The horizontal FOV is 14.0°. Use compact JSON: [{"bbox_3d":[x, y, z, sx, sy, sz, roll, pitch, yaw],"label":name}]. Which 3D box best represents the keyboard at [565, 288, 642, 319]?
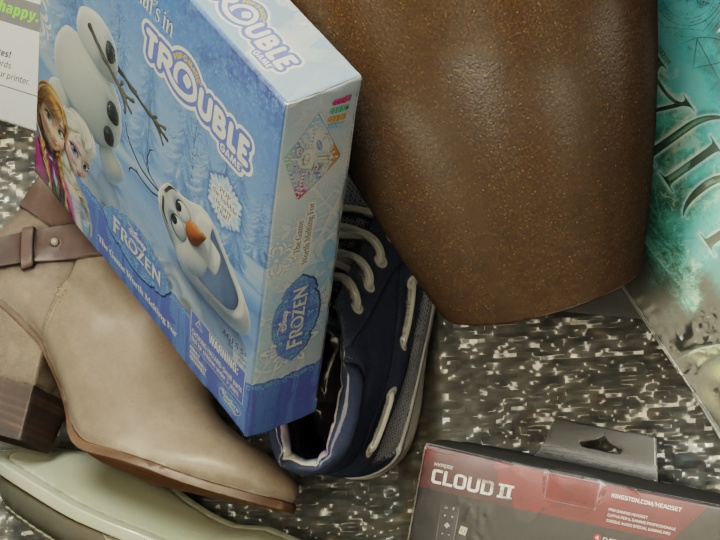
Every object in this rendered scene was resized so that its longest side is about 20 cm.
[{"bbox_3d":[0.165,-0.038,1.370,0.199,0.021,0.128,4,89,18],"label":"keyboard"}]

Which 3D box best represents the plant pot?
[{"bbox_3d":[0.057,-0.085,1.290,0.186,0.187,0.201,-11,103,18],"label":"plant pot"}]

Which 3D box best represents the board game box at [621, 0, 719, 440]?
[{"bbox_3d":[0.167,-0.042,1.344,0.135,0.028,0.200,-36,78,14],"label":"board game box"}]

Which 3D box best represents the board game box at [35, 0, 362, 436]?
[{"bbox_3d":[-0.079,-0.063,1.307,0.200,0.043,0.199,48,145,35],"label":"board game box"}]

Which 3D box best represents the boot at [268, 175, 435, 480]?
[{"bbox_3d":[0.000,0.000,1.386,0.072,0.090,0.201,3,88,19],"label":"boot"}]

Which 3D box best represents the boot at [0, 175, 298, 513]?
[{"bbox_3d":[-0.102,0.026,1.422,0.199,0.070,0.147,14,79,21],"label":"boot"}]

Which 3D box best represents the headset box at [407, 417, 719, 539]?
[{"bbox_3d":[0.093,0.171,1.354,0.148,0.077,0.201,10,90,18],"label":"headset box"}]

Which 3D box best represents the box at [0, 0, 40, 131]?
[{"bbox_3d":[-0.157,-0.173,1.475,0.155,0.041,0.201,18,92,18],"label":"box"}]

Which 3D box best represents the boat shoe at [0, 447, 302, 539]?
[{"bbox_3d":[-0.098,0.142,1.422,0.201,0.072,0.061,21,111,26],"label":"boat shoe"}]
